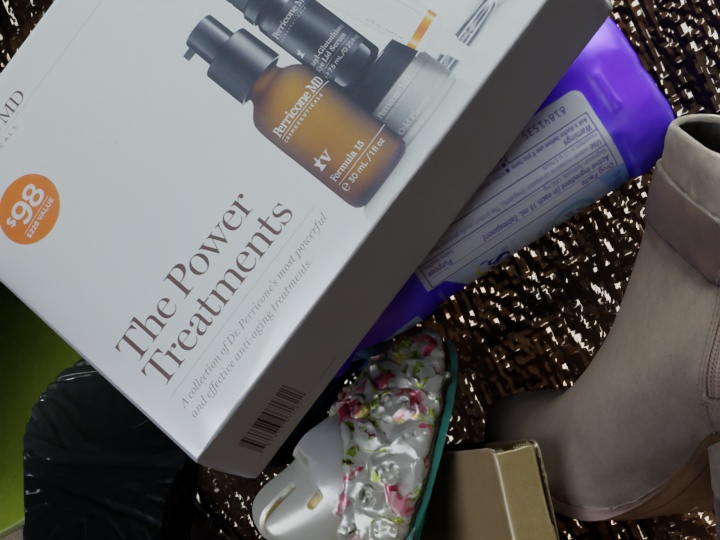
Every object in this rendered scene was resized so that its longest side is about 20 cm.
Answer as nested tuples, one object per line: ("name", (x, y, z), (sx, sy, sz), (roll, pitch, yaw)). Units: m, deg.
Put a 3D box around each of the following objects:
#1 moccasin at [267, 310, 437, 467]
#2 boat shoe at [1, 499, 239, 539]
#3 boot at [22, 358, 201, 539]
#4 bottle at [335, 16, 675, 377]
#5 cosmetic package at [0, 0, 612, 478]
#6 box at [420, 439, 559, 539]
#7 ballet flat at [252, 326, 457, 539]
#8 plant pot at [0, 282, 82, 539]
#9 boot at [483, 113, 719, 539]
("moccasin", (0.000, 0.000, 0.776), (0.068, 0.080, 0.201), (33, 116, 23))
("boat shoe", (-0.111, 0.114, 0.889), (0.199, 0.072, 0.072), (8, 94, 38))
("boot", (-0.093, 0.147, 0.775), (0.073, 0.199, 0.163), (-1, 124, 2))
("bottle", (0.016, -0.017, 0.700), (0.199, 0.084, 0.065), (-34, 90, 2))
("cosmetic package", (-0.036, -0.056, 0.656), (0.151, 0.052, 0.200), (39, 93, 26))
("box", (0.050, 0.166, 0.743), (0.163, 0.021, 0.201), (161, 97, -71))
("ballet flat", (-0.014, 0.115, 0.720), (0.076, 0.064, 0.201), (-132, 53, -74))
("plant pot", (-0.215, -0.004, 0.860), (0.200, 0.186, 0.188), (50, 126, 49))
("boot", (0.112, 0.020, 0.672), (0.200, 0.070, 0.147), (21, 115, 52))
